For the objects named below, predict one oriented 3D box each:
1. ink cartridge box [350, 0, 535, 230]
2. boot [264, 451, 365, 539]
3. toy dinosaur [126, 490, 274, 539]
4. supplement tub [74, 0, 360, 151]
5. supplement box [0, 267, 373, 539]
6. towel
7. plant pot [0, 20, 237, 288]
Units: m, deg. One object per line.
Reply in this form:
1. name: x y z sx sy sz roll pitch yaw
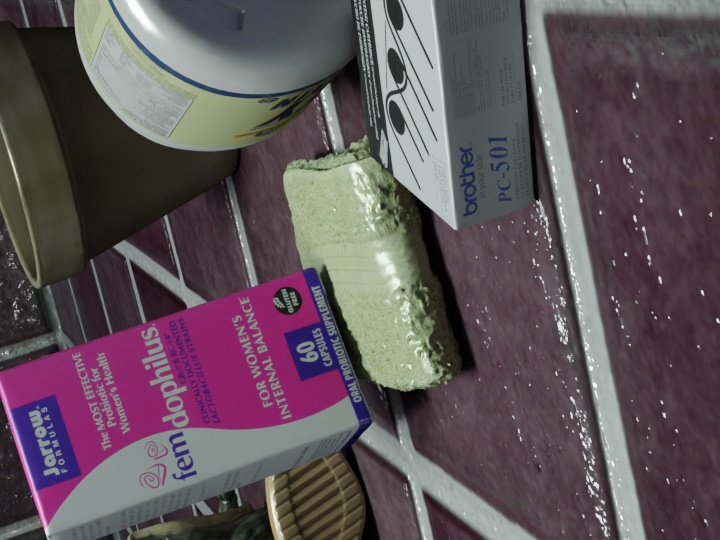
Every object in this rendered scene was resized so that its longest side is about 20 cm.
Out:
1. ink cartridge box: 0.029 -0.128 0.704 0.094 0.044 0.201 -136 33 -55
2. boot: -0.042 0.207 1.222 0.201 0.072 0.166 70 162 -5
3. toy dinosaur: -0.094 0.191 1.297 0.047 0.200 0.089 14 87 46
4. supplement tub: -0.073 -0.143 0.843 0.200 0.144 0.146 152 100 -74
5. supplement box: -0.106 0.085 0.970 0.103 0.199 0.102 117 132 -74
6. towel: 0.000 0.000 0.944 0.200 0.036 0.149 178 74 -73
7. plant pot: -0.193 -0.105 1.224 0.200 0.173 0.201 163 90 -73
